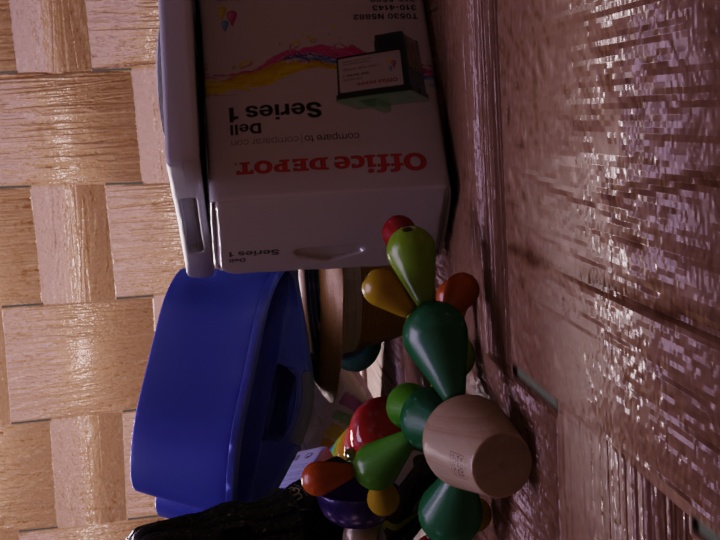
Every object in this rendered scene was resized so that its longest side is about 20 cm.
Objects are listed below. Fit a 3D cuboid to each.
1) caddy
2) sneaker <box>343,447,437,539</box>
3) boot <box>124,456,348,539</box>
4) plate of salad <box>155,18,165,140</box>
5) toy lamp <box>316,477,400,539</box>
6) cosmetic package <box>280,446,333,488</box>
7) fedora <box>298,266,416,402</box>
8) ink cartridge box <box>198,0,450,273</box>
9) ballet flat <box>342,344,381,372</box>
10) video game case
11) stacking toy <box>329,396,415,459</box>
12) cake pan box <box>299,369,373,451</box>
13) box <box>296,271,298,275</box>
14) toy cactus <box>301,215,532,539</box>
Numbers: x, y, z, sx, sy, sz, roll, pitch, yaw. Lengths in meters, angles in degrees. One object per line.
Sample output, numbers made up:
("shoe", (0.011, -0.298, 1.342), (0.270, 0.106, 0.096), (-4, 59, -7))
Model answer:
("caddy", (-0.084, 0.091, 0.924), (0.142, 0.103, 0.202), (76, -159, -65))
("sneaker", (0.007, 0.161, 0.919), (0.076, 0.076, 0.200), (-48, -11, -21))
("boot", (-0.067, 0.230, 0.849), (0.079, 0.156, 0.214), (26, 129, 53))
("plate of salad", (-0.113, -0.165, 1.046), (0.200, 0.047, 0.203), (4, -90, -77))
("toy lamp", (0.002, 0.230, 0.799), (0.058, 0.057, 0.203), (-124, 33, -79))
("cosmetic package", (-0.070, 0.237, 0.984), (0.108, 0.084, 0.200), (60, -141, -18))
("fedora", (0.000, 0.000, 0.965), (0.201, 0.081, 0.204), (177, 90, -82))
("ink cartridge box", (-0.027, -0.109, 0.833), (0.084, 0.143, 0.202), (96, 169, -61))
("ballet flat", (-0.015, 0.006, 1.245), (0.071, 0.066, 0.202), (67, -164, -60))
("video game case", (-0.112, -0.121, 0.845), (0.183, 0.022, 0.203), (99, 166, -69))
("stacking toy", (0.007, 0.158, 1.069), (0.200, 0.084, 0.086), (110, 156, -64))
("cake pan box", (-0.066, 0.112, 1.204), (0.201, 0.052, 0.185), (63, -152, -24))
("box", (-0.071, -0.109, 1.152), (0.193, 0.047, 0.203), (-110, 19, -75))
("toy cactus", (0.035, 0.076, 0.681), (0.165, 0.101, 0.203), (-160, 75, -74))
